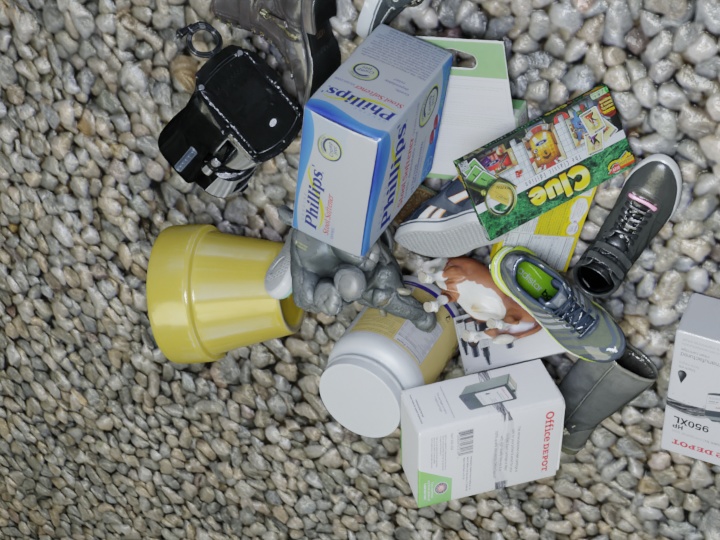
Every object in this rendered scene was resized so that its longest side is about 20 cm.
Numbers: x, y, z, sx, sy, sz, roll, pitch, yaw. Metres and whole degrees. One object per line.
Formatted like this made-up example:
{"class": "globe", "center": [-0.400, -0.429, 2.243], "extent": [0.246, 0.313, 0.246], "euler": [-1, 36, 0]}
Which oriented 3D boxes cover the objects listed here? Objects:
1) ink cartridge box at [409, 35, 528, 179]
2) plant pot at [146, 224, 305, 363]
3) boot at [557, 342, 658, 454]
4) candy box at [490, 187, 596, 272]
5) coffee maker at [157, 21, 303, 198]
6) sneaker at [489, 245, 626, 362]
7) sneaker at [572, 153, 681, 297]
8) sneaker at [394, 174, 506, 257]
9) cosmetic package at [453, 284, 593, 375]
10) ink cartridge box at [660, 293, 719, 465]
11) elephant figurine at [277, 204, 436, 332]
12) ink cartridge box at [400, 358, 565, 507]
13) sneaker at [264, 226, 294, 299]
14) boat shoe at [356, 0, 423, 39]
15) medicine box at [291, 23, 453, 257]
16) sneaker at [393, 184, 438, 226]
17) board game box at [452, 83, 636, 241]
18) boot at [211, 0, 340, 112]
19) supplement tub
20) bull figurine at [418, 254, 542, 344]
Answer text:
{"class": "ink cartridge box", "center": [0.130, -0.202, 1.576], "extent": [0.144, 0.048, 0.202], "euler": [9, 128, 28]}
{"class": "plant pot", "center": [-0.186, 0.031, 1.873], "extent": [0.187, 0.202, 0.203], "euler": [-3, 123, 17]}
{"class": "boot", "center": [0.278, 0.153, 1.741], "extent": [0.180, 0.073, 0.201], "euler": [24, 141, -4]}
{"class": "candy box", "center": [0.231, -0.080, 1.592], "extent": [0.101, 0.027, 0.201], "euler": [6, 132, -8]}
{"class": "coffee maker", "center": [-0.184, -0.208, 1.700], "extent": [0.200, 0.134, 0.194], "euler": [-27, 83, 62]}
{"class": "sneaker", "center": [0.244, 0.046, 1.580], "extent": [0.199, 0.081, 0.074], "euler": [36, 91, -3]}
{"class": "sneaker", "center": [0.319, -0.044, 1.541], "extent": [0.070, 0.099, 0.201], "euler": [31, 134, 9]}
{"class": "sneaker", "center": [0.122, -0.070, 1.621], "extent": [0.078, 0.080, 0.199], "euler": [30, 157, -29]}
{"class": "cosmetic package", "center": [0.219, 0.080, 1.713], "extent": [0.199, 0.050, 0.084], "euler": [-19, 82, 41]}
{"class": "ink cartridge box", "center": [0.461, 0.146, 1.606], "extent": [0.143, 0.084, 0.202], "euler": [16, 131, 23]}
{"class": "elephant figurine", "center": [0.000, 0.000, 1.676], "extent": [0.140, 0.199, 0.157], "euler": [2, 89, 33]}
{"class": "ink cartridge box", "center": [0.157, 0.213, 1.688], "extent": [0.198, 0.084, 0.147], "euler": [-11, 131, -11]}
{"class": "sneaker", "center": [-0.056, 0.004, 1.759], "extent": [0.074, 0.201, 0.118], "euler": [-37, 105, 29]}
{"class": "boat shoe", "center": [0.054, -0.341, 1.507], "extent": [0.056, 0.069, 0.201], "euler": [34, 133, 4]}
{"class": "medicine box", "center": [0.013, -0.153, 1.514], "extent": [0.102, 0.200, 0.183], "euler": [23, 136, 14]}
{"class": "sneaker", "center": [0.038, -0.117, 1.690], "extent": [0.198, 0.090, 0.067], "euler": [20, 126, -24]}
{"class": "board game box", "center": [0.216, -0.125, 1.503], "extent": [0.198, 0.023, 0.106], "euler": [-28, 111, -3]}
{"class": "boot", "center": [-0.114, -0.309, 1.652], "extent": [0.173, 0.069, 0.202], "euler": [21, 129, 25]}
{"class": "supplement tub", "center": [0.042, 0.118, 1.774], "extent": [0.144, 0.200, 0.147], "euler": [17, 132, 21]}
{"class": "bull figurine", "center": [0.144, 0.029, 1.673], "extent": [0.199, 0.121, 0.066], "euler": [30, 125, 31]}
